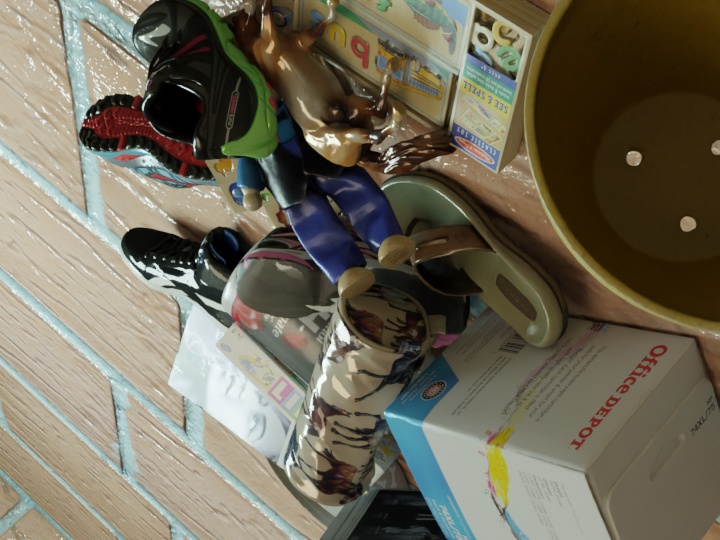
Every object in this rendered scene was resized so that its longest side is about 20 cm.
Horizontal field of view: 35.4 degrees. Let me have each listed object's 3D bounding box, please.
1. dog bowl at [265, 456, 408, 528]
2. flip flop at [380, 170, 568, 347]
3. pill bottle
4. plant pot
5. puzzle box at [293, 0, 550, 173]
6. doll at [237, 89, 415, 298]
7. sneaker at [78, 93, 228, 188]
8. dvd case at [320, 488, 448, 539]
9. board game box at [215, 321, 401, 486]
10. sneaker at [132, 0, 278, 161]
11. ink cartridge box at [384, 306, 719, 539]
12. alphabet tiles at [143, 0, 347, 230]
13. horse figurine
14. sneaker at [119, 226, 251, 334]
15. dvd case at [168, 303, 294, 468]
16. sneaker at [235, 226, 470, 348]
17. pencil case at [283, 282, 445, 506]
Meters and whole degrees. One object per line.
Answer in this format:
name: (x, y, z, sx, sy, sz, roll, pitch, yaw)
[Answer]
dog bowl: (-0.028, 0.230, 1.312, 0.200, 0.059, 0.200, 34, 147, 25)
flip flop: (0.075, -0.007, 0.875, 0.200, 0.058, 0.081, 45, 152, 29)
pill bottle: (-0.022, 0.056, 1.040, 0.200, 0.111, 0.111, 40, 150, 13)
plant pot: (0.180, -0.062, 0.582, 0.200, 0.200, 0.142, 43, 178, 8)
puzzle box: (0.034, -0.167, 0.784, 0.200, 0.025, 0.133, 36, 149, 20)
doll: (-0.034, -0.082, 0.884, 0.200, 0.136, 0.048, 55, -169, 16)
sneaker: (-0.169, -0.120, 1.087, 0.200, 0.079, 0.096, 17, 170, 29)
dvd case: (0.076, 0.232, 1.005, 0.200, 0.150, 0.025, -1, 98, 14)
board game box: (-0.037, 0.117, 1.120, 0.200, 0.134, 0.034, 44, 111, 6)
sneaker: (-0.135, -0.150, 0.863, 0.200, 0.084, 0.077, 48, 146, 42)
ink cartridge box: (0.154, 0.135, 0.863, 0.200, 0.147, 0.146, 9, 132, 49)
alphabet tiles: (-0.076, -0.120, 0.951, 0.167, 0.008, 0.200, -13, 117, 36)
horse figurine: (-0.024, -0.136, 0.823, 0.200, 0.050, 0.133, 47, 150, 2)
sneaker: (-0.175, -0.018, 1.209, 0.200, 0.073, 0.112, 31, 141, 18)
dvd case: (-0.126, 0.112, 1.260, 0.200, 0.016, 0.149, 30, 111, 28)
sneaker: (0.000, 0.000, 0.964, 0.200, 0.086, 0.080, 16, 126, 0)
pencil case: (-0.002, 0.108, 0.936, 0.089, 0.078, 0.200, 19, 125, -2)
